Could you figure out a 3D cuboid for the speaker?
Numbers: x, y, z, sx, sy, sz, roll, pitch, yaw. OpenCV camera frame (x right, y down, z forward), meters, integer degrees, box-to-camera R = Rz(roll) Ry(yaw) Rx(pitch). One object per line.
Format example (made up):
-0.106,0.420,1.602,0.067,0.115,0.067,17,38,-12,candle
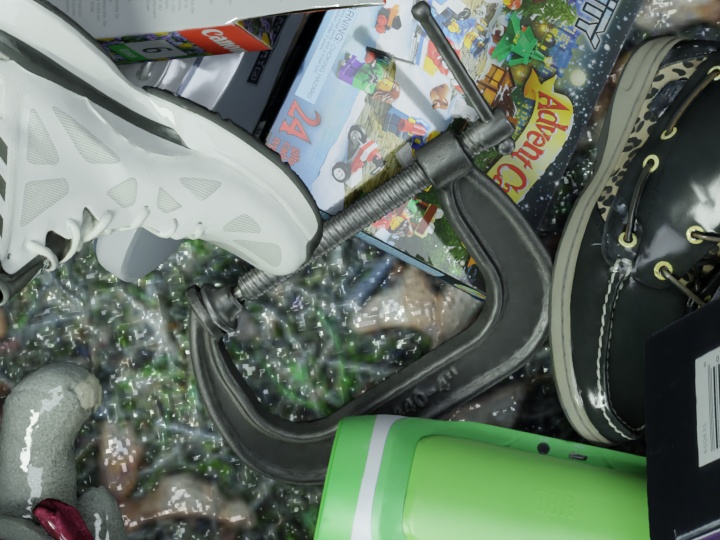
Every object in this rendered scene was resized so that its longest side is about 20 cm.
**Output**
0.081,0.121,1.217,0.199,0.088,0.089,12,88,2,speaker

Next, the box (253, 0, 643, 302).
0.046,-0.104,1.264,0.136,0.038,0.201,26,84,-13,box

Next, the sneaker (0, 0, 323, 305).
-0.112,-0.023,1.116,0.200,0.076,0.116,33,68,-27,sneaker

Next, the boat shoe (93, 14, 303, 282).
-0.078,-0.094,1.226,0.065,0.074,0.201,28,89,18,boat shoe

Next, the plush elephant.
-0.117,0.161,1.158,0.154,0.165,0.201,10,106,26,plush elephant

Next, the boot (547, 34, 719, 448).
0.173,-0.018,1.219,0.073,0.153,0.205,36,62,-43,boot

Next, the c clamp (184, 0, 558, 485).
0.000,0.000,1.231,0.200,0.027,0.171,-38,113,7,c clamp

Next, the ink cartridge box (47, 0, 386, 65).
-0.077,-0.149,1.169,0.199,0.050,0.110,-4,79,19,ink cartridge box

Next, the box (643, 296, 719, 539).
0.241,0.070,1.149,0.199,0.148,0.105,13,64,-25,box

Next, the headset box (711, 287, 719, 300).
0.247,0.040,1.296,0.199,0.077,0.149,30,83,-11,headset box
